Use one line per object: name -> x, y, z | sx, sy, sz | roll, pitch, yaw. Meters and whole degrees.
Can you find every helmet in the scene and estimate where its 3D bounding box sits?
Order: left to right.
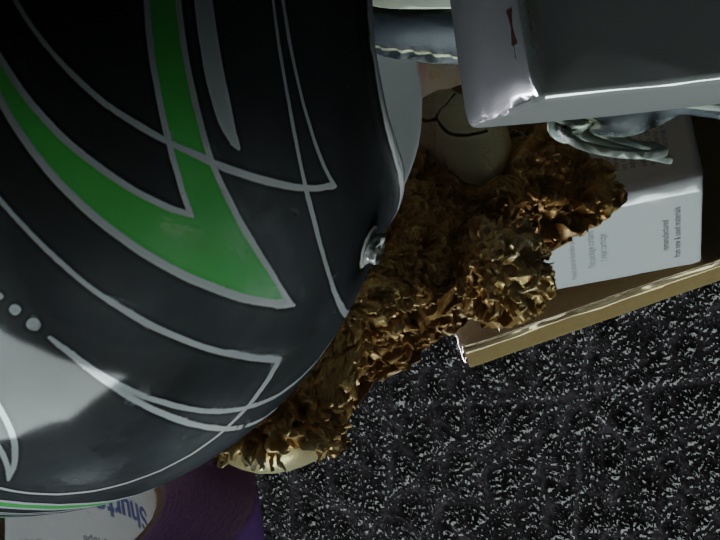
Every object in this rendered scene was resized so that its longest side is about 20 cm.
helmet -> -0.089, -0.040, 0.656 | 0.198, 0.192, 0.200 | -6, 180, 0

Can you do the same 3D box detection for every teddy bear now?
teddy bear -> 0.000, 0.000, 0.992 | 0.199, 0.067, 0.145 | -34, -161, -13

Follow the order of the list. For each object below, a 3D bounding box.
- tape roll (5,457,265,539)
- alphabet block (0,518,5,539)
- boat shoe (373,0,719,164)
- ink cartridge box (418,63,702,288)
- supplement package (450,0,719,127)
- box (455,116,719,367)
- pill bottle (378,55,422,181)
tape roll -> -0.129, 0.113, 0.985 | 0.199, 0.066, 0.200 | -7, -161, 2
alphabet block -> -0.234, -0.002, 0.898 | 0.195, 0.202, 0.195 | -6, -165, -38
boat shoe -> 0.082, -0.068, 0.894 | 0.199, 0.062, 0.075 | -3, -153, -29
ink cartridge box -> 0.025, -0.064, 1.161 | 0.199, 0.145, 0.085 | -10, 158, 1
supplement package -> 0.120, -0.101, 0.654 | 0.198, 0.118, 0.117 | -7, -179, -6
box -> 0.113, -0.067, 1.211 | 0.199, 0.164, 0.021 | -19, 155, 4
pill bottle -> -0.077, -0.052, 0.984 | 0.116, 0.117, 0.199 | -6, -176, -39
